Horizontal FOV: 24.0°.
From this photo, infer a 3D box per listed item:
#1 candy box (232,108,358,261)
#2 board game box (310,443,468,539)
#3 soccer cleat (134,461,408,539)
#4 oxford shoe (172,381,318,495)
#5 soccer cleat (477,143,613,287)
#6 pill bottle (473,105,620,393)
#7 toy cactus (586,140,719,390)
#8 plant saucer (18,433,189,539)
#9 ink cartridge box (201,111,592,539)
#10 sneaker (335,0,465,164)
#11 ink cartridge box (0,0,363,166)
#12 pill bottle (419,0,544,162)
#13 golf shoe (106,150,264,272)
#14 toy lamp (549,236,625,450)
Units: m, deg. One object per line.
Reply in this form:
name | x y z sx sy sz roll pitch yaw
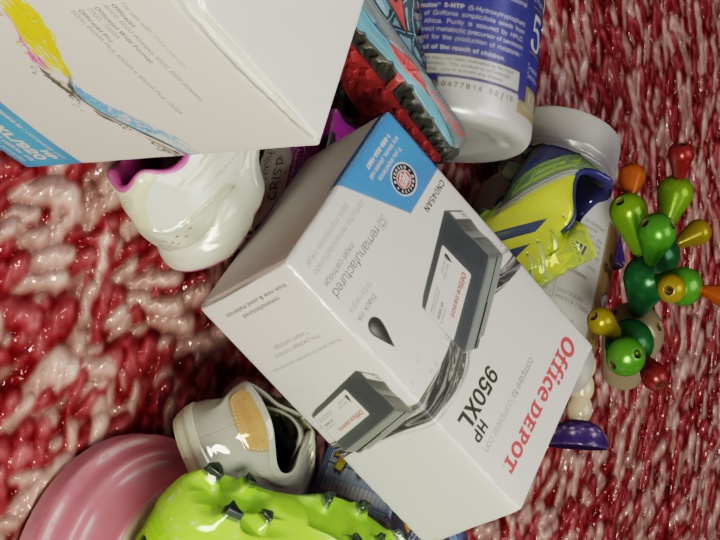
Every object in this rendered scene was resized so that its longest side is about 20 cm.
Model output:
candy box | 0.000 0.000 1.119 0.200 0.061 0.137 37 58 -49
board game box | 0.002 0.191 1.070 0.200 0.061 0.201 -50 143 -40
soccer cleat | -0.043 0.161 0.934 0.199 0.081 0.068 25 27 -41
oxford shoe | -0.050 0.102 0.996 0.076 0.057 0.200 65 8 14
soccer cleat | 0.116 -0.013 1.153 0.065 0.083 0.201 95 21 -48
pill bottle | 0.135 -0.016 1.275 0.114 0.114 0.201 43 54 -47
toy cactus | 0.210 0.019 1.205 0.166 0.101 0.201 96 4 -46
plant saucer | -0.114 0.193 0.949 0.200 0.051 0.202 2 88 -56
ink cartridge box | 0.027 0.034 0.983 0.200 0.084 0.145 47 46 -16
sneaker | 0.017 -0.163 1.068 0.095 0.079 0.201 -39 100 -24
ink cartridge box | -0.115 -0.151 0.827 0.145 0.199 0.148 42 55 -47
pill bottle | 0.069 -0.186 1.177 0.119 0.119 0.202 22 71 -54
golf shoe | -0.087 -0.103 0.985 0.091 0.075 0.201 40 55 -44
toy lamp | 0.189 0.047 1.404 0.058 0.058 0.202 17 74 -55
